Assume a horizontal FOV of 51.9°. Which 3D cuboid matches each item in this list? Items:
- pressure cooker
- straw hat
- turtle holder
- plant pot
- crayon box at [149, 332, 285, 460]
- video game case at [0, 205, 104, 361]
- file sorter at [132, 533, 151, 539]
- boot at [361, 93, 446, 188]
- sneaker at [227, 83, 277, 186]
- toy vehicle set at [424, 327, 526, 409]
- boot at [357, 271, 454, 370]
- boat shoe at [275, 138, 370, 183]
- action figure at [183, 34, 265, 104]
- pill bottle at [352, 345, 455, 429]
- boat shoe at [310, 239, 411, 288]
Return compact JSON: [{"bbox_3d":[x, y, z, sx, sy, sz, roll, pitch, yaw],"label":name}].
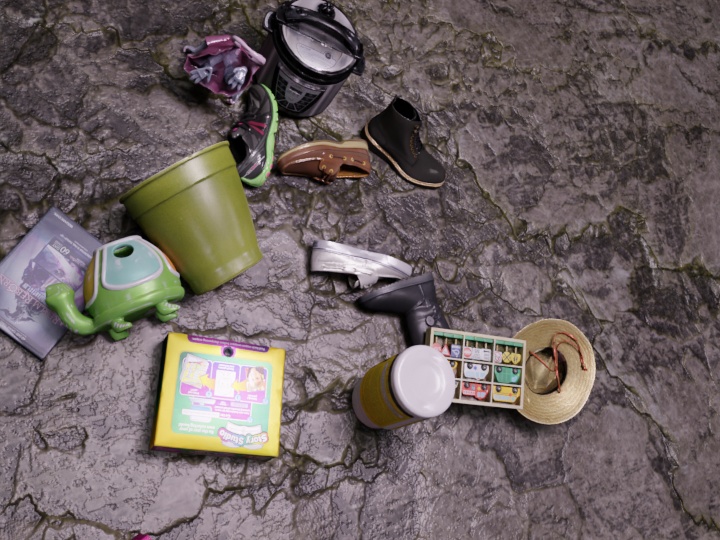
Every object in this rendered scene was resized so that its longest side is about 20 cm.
[{"bbox_3d":[-0.098,-0.405,1.377,0.174,0.200,0.181,-25,84,-32],"label":"pressure cooker"},{"bbox_3d":[0.353,0.197,1.439,0.196,0.085,0.207,2,80,-9],"label":"straw hat"},{"bbox_3d":[-0.369,0.031,1.132,0.182,0.141,0.135,-22,87,1],"label":"turtle holder"},{"bbox_3d":[-0.255,-0.074,1.200,0.199,0.199,0.196,-33,98,-31],"label":"plant pot"},{"bbox_3d":[-0.224,0.203,1.179,0.195,0.058,0.177,11,68,-21],"label":"crayon box"},{"bbox_3d":[-0.484,0.017,1.145,0.142,0.019,0.202,38,59,-9],"label":"video game case"},{"bbox_3d":[-0.296,0.483,0.998,0.124,0.139,0.203,-30,86,-27],"label":"file sorter"},{"bbox_3d":[0.109,-0.249,1.456,0.197,0.138,0.079,29,61,-15],"label":"boot"},{"bbox_3d":[-0.199,-0.256,1.347,0.082,0.077,0.205,11,66,-26],"label":"sneaker"},{"bbox_3d":[0.208,0.179,1.345,0.195,0.026,0.128,8,79,-17],"label":"toy vehicle set"},{"bbox_3d":[0.096,0.120,1.366,0.161,0.065,0.205,-16,86,-22],"label":"boot"},{"bbox_3d":[-0.063,-0.202,1.394,0.196,0.072,0.069,-10,74,-31],"label":"boat shoe"},{"bbox_3d":[-0.242,-0.392,1.334,0.133,0.149,0.202,39,27,-17],"label":"action figure"},{"bbox_3d":[0.064,0.202,1.234,0.112,0.200,0.117,8,68,-22],"label":"pill bottle"},{"bbox_3d":[0.000,0.000,1.359,0.196,0.071,0.072,14,82,-21],"label":"boat shoe"}]
